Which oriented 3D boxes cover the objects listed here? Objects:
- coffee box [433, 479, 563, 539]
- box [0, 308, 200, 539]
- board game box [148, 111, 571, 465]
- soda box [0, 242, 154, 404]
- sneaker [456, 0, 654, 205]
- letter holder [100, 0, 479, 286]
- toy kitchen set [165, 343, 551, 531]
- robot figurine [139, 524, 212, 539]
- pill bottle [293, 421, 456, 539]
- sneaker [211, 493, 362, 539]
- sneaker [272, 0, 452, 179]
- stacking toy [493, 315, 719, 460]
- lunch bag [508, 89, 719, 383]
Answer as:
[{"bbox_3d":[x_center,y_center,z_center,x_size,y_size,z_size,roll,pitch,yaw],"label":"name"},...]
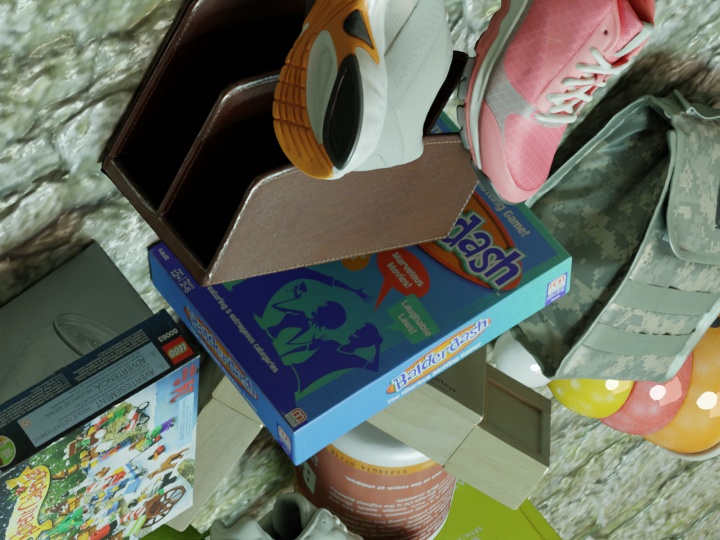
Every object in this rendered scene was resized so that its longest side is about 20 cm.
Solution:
[{"bbox_3d":[0.053,0.285,2.216,0.200,0.200,0.198,-27,152,-27],"label":"coffee box"},{"bbox_3d":[-0.158,0.114,1.669,0.137,0.038,0.200,-32,158,-19],"label":"box"},{"bbox_3d":[0.000,0.000,1.726,0.200,0.152,0.045,-32,154,-18],"label":"board game box"},{"bbox_3d":[-0.206,0.075,1.664,0.200,0.068,0.063,-35,155,-9],"label":"soda box"},{"bbox_3d":[0.115,-0.126,1.614,0.074,0.087,0.200,-7,115,-54],"label":"sneaker"},{"bbox_3d":[-0.017,-0.088,1.620,0.200,0.101,0.142,-11,141,-46],"label":"letter holder"},{"bbox_3d":[-0.006,0.090,1.875,0.180,0.200,0.163,-53,-166,27],"label":"toy kitchen set"},{"bbox_3d":[-0.163,0.235,1.932,0.175,0.116,0.200,-5,139,-39],"label":"robot figurine"},{"bbox_3d":[0.011,0.130,2.005,0.112,0.112,0.200,-29,153,-23],"label":"pill bottle"},{"bbox_3d":[-0.018,0.188,1.912,0.076,0.092,0.200,-10,176,41],"label":"sneaker"},{"bbox_3d":[0.014,-0.147,1.540,0.092,0.076,0.200,0,107,-54],"label":"sneaker"},{"bbox_3d":[0.184,0.066,2.154,0.200,0.146,0.146,2,134,-35],"label":"stacking toy"},{"bbox_3d":[0.195,-0.027,2.000,0.164,0.118,0.200,5,124,-57],"label":"lunch bag"}]
